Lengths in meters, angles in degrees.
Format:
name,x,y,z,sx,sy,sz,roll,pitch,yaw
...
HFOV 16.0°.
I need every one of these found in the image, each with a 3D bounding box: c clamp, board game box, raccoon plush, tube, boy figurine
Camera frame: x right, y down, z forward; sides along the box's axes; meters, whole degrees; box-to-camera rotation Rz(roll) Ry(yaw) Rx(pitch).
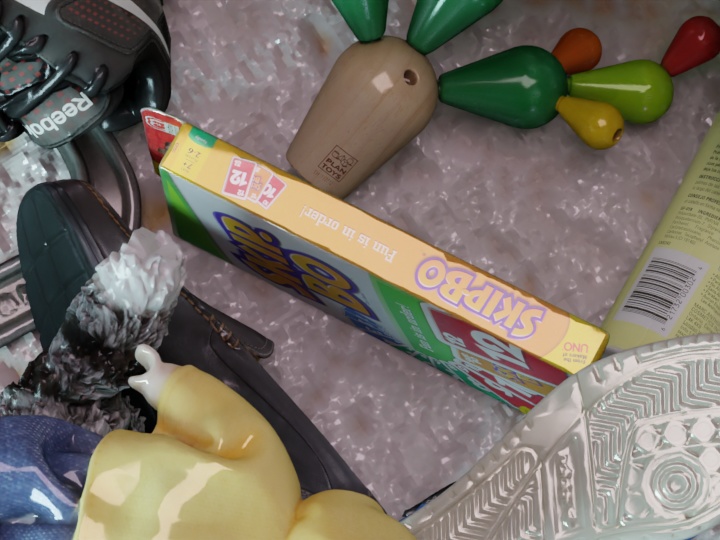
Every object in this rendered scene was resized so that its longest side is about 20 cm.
name,x,y,z,sx,sy,sz,roll,pitch,yaw
c clamp,-0.198,-0.034,1.049,0.199,0.027,0.171,-22,78,-7
board game box,0.000,0.000,1.007,0.200,0.096,0.030,29,76,7
raccoon plush,-0.091,0.099,0.946,0.134,0.200,0.097,45,46,9
tube,0.162,-0.031,1.044,0.058,0.052,0.200,44,67,-29
boy figurine,-0.067,0.089,0.886,0.199,0.064,0.125,7,76,-7

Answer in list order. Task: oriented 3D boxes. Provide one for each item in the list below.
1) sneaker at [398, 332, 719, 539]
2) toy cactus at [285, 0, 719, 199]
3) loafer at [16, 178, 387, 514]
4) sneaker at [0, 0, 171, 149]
name,x,y,z,sx,sy,sz,roll,pitch,yaw
sneaker,0.081,0.090,0.970,0.200,0.111,0.077,-36,80,7
toy cactus,0.036,-0.095,1.028,0.200,0.102,0.165,31,105,-29
loafer,-0.066,0.046,1.016,0.072,0.073,0.200,-28,83,-33
sneaker,-0.137,-0.100,0.986,0.071,0.200,0.098,-22,72,28
